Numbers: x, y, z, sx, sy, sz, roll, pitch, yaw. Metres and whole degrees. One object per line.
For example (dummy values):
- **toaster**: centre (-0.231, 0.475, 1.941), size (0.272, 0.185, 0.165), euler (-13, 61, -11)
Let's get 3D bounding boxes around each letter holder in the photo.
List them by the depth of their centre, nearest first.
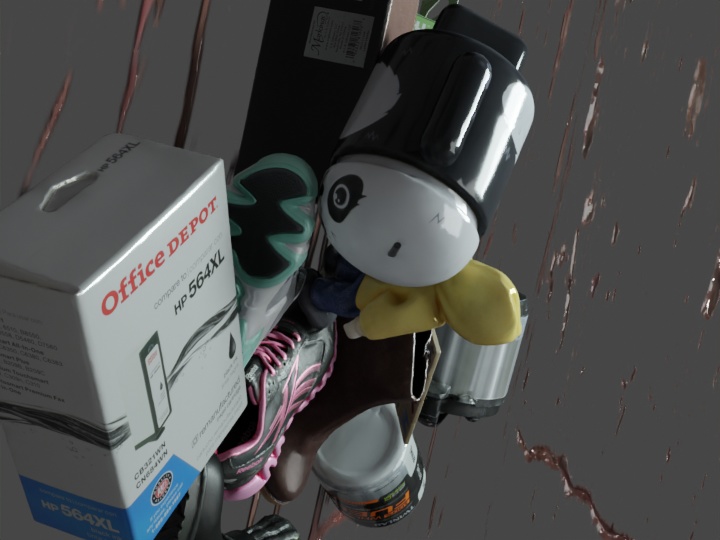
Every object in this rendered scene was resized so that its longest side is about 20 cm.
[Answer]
- **letter holder**: centre (-0.015, -0.154, 0.764), size (0.142, 0.099, 0.202), euler (3, 100, -73)

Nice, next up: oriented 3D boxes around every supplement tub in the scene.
- **supplement tub**: centre (0.011, 0.226, 1.069), size (0.201, 0.121, 0.123), euler (70, 38, -58)

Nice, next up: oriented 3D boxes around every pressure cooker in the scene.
- **pressure cooker**: centre (0.121, 0.109, 1.213), size (0.174, 0.178, 0.202), euler (7, 102, -30)

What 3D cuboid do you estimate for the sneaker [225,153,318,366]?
- **sneaker**: centre (-0.073, -0.018, 0.698), size (0.201, 0.077, 0.140), euler (-58, 178, 29)

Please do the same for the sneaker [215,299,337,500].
- **sneaker**: centre (-0.077, 0.088, 0.758), size (0.096, 0.078, 0.202), euler (80, 31, -62)

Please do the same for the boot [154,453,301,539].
- **boot**: centre (-0.104, 0.210, 0.700), size (0.157, 0.079, 0.213), euler (-2, 117, -42)

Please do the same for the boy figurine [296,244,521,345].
- **boy figurine**: centre (0.044, 0.013, 0.716), size (0.124, 0.198, 0.065), euler (-46, 126, -37)

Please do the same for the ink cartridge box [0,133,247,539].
- **ink cartridge box**: centre (-0.141, 0.043, 0.547), size (0.146, 0.083, 0.202), euler (-55, 153, -48)

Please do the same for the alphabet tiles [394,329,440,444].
- **alphabet tiles**: centre (0.049, 0.038, 0.875), size (0.168, 0.007, 0.201), euler (-102, -161, -46)

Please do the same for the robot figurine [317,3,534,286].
- **robot figurine**: centre (0.047, -0.088, 0.648), size (0.202, 0.124, 0.150), euler (-65, 146, -18)

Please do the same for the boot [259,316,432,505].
- **boot**: centre (-0.018, 0.114, 0.819), size (0.072, 0.165, 0.202), euler (23, 70, -43)

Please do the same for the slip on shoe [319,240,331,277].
- **slip on shoe**: centre (0.000, 0.000, 0.905), size (0.061, 0.074, 0.201), euler (-17, 139, -31)

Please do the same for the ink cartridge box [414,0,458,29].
- **ink cartridge box**: centre (0.029, -0.183, 0.864), size (0.104, 0.059, 0.202), euler (-177, -77, -72)
